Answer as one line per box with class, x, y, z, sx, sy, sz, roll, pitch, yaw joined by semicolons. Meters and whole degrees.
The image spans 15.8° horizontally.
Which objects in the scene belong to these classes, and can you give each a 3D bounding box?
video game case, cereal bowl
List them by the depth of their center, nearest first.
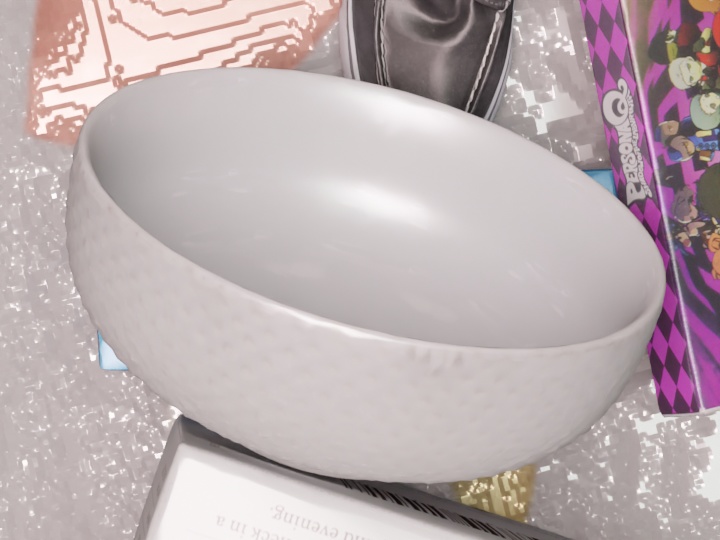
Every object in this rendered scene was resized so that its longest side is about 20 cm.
cereal bowl;-0.004;0.011;0.866;0.199;0.200;0.084;13;115;-4
video game case;0.176;-0.061;0.978;0.181;0.036;0.201;-11;92;-24

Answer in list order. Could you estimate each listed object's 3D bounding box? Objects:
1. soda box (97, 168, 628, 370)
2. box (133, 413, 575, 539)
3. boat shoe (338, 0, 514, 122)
soda box;0.000;0.000;0.983;0.199;0.064;0.068;-3;89;-4
box;0.008;0.145;0.920;0.198;0.200;0.131;18;88;-4
boat shoe;0.036;-0.135;0.981;0.070;0.066;0.201;12;90;-3
